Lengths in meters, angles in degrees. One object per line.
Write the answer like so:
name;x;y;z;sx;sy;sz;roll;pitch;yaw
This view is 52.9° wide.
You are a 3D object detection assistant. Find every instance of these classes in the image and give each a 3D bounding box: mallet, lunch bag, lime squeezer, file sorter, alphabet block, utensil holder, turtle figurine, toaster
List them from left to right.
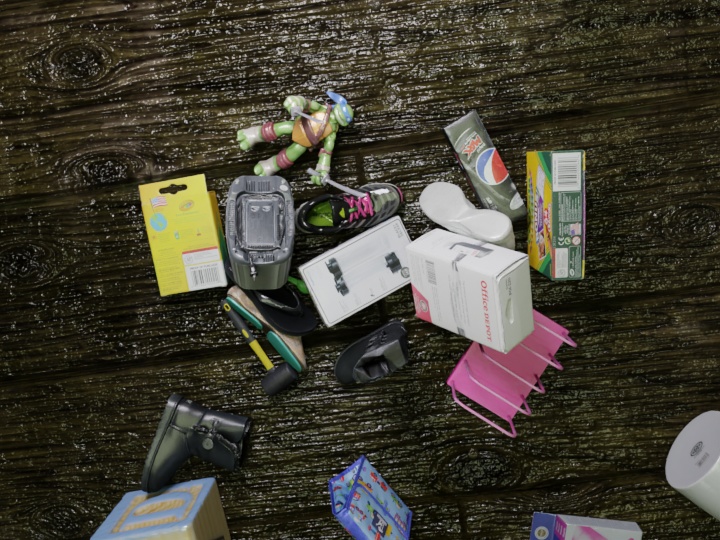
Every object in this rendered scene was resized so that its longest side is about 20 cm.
alphabet block;-0.350;0.524;1.319;0.193;0.196;0.202;-11;98;6
mallet;-0.187;0.132;1.332;0.065;0.041;0.201;-28;93;7
toaster;-0.168;-0.053;1.225;0.112;0.129;0.202;-2;64;-7
turtle figurine;-0.107;-0.210;1.206;0.192;0.144;0.202;-18;60;22
lime squeezer;-0.078;0.001;1.311;0.198;0.038;0.071;-17;66;6
lunch bag;0.013;0.449;1.286;0.094;0.200;0.151;-39;96;8
file sorter;0.265;0.167;1.268;0.138;0.125;0.201;31;99;-2
utensil holder;0.665;0.365;1.261;0.199;0.170;0.171;34;99;0

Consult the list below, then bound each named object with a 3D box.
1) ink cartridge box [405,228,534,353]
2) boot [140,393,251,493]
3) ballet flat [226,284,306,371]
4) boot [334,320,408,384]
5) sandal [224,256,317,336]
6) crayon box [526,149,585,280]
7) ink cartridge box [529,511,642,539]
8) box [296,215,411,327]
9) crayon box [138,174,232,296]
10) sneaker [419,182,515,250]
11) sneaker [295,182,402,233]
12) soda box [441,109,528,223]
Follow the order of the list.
ink cartridge box;0.178;0.029;1.183;0.084;0.199;0.147;-29;123;-30
boot;-0.304;0.346;1.348;0.167;0.076;0.202;20;93;3
ballet flat;-0.154;0.093;1.311;0.200;0.068;0.067;46;68;-6
boot;0.012;0.160;1.241;0.165;0.200;0.066;-41;95;8
sandal;-0.158;0.041;1.278;0.200;0.076;0.043;41;135;-3
crayon box;0.320;-0.097;1.200;0.058;0.173;0.202;-2;98;0
ink cartridge box;0.416;0.565;1.365;0.198;0.043;0.199;5;99;1
box;0.000;0.000;1.265;0.199;0.060;0.117;-29;97;-8
crayon box;-0.312;-0.064;1.298;0.126;0.051;0.202;-8;99;4
sneaker;0.181;-0.079;1.237;0.075;0.089;0.200;-47;50;-7
sneaker;-0.023;-0.104;1.259;0.198;0.087;0.075;-11;98;4
soda box;0.213;-0.172;1.245;0.063;0.071;0.201;-29;97;6
